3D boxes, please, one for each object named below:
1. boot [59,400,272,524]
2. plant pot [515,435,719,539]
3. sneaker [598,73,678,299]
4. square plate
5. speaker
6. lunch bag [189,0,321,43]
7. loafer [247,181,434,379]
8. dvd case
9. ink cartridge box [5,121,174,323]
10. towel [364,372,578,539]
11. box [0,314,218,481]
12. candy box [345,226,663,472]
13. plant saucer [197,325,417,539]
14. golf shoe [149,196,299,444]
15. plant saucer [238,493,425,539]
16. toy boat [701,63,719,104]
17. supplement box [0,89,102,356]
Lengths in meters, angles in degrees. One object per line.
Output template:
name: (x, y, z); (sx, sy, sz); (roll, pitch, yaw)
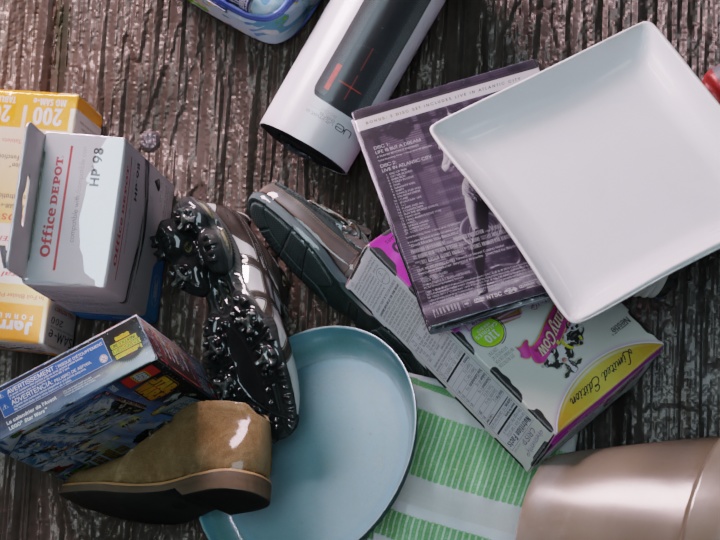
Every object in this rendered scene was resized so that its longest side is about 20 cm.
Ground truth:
boot: (-0.143, 0.146, 1.677); (0.199, 0.074, 0.076); (-11, 62, 36)
plant pot: (0.210, 0.203, 1.591); (0.173, 0.200, 0.201); (6, 80, 26)
sneaker: (0.181, -0.074, 1.673); (0.077, 0.076, 0.201); (-3, 63, -19)
square plate: (0.182, -0.070, 1.613); (0.197, 0.029, 0.200); (-27, 60, -14)
speaker: (0.002, -0.177, 1.736); (0.081, 0.081, 0.201); (29, 85, 13)
lunch bag: (-0.077, -0.295, 1.771); (0.160, 0.082, 0.200); (33, 85, 16)
loafer: (0.000, 0.000, 1.717); (0.200, 0.072, 0.063); (45, 67, 7)
dvd case: (0.091, -0.057, 1.637); (0.148, 0.016, 0.201); (-16, 59, -5)
ink cartridge box: (-0.200, -0.033, 1.677); (0.066, 0.200, 0.117); (5, 81, 10)
towel: (0.078, 0.189, 1.659); (0.152, 0.023, 0.201); (15, 74, -6)
box: (-0.192, 0.098, 1.651); (0.136, 0.200, 0.040); (-27, 74, 2)
candy box: (0.107, 0.033, 1.657); (0.200, 0.061, 0.136); (45, 53, 13)
plant saucer: (-0.037, 0.138, 1.670); (0.199, 0.027, 0.201); (-18, 55, 27)
golf shoe: (-0.079, 0.033, 1.699); (0.078, 0.094, 0.201); (-32, 74, 35)
plant saucer: (-0.018, 0.239, 1.683); (0.199, 0.035, 0.201); (-2, 80, 8)
toy boat: (0.328, -0.086, 1.641); (0.130, 0.131, 0.201); (-33, 76, 2)
supplement box: (-0.284, -0.039, 1.756); (0.125, 0.074, 0.201); (4, 80, 10)
